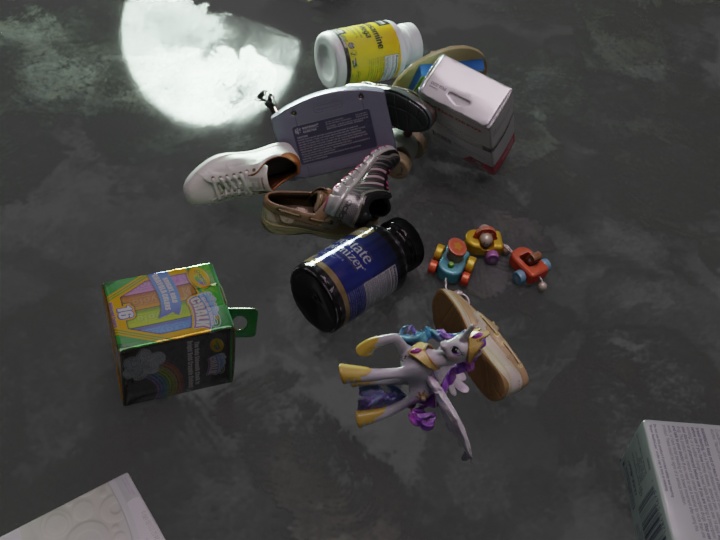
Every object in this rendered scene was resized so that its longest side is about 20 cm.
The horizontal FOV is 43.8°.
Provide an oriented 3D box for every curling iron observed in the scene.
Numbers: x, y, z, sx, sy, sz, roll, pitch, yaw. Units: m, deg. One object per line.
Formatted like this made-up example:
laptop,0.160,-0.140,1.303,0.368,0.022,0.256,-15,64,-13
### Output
curling iron,-0.145,-0.256,1.616,0.049,0.026,0.202,19,36,-48

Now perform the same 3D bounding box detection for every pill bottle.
pill bottle,0.000,0.000,1.348,0.199,0.113,0.112,-32,59,-33
pill bottle,0.018,-0.423,1.743,0.197,0.113,0.113,-18,52,-25

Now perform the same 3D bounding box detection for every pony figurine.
pony figurine,0.084,0.150,1.194,0.196,0.195,0.168,-11,44,6

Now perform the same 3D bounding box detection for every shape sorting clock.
shape sorting clock,0.138,-0.336,1.625,0.197,0.201,0.040,-14,69,-21

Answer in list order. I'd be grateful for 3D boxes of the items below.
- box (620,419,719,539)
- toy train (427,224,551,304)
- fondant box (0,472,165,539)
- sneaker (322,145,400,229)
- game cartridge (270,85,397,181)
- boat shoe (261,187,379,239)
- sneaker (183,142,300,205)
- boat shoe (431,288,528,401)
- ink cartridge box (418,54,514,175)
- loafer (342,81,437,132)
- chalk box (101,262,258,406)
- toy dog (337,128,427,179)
box,0.458,0.303,1.153,0.196,0.106,0.186,5,46,-4
toy train,0.208,-0.016,1.439,0.197,0.056,0.151,-18,53,-25
fondant box,-0.320,0.342,1.012,0.198,0.059,0.145,-25,56,-28
sneaker,0.020,-0.128,1.444,0.087,0.074,0.200,40,45,3
game cartridge,-0.045,-0.237,1.514,0.196,0.135,0.041,-13,25,2
boat shoe,-0.062,-0.097,1.459,0.196,0.065,0.072,-3,48,-13
sneaker,-0.191,-0.152,1.453,0.197,0.074,0.085,-23,32,-9
boat shoe,0.175,0.105,1.317,0.068,0.074,0.201,-7,49,-32
ink cartridge box,0.189,-0.268,1.562,0.144,0.200,0.086,31,83,18
loafer,0.054,-0.293,1.543,0.198,0.073,0.063,22,45,32
chalk box,-0.239,0.081,1.224,0.197,0.126,0.125,-11,50,-21
toy dog,0.027,-0.243,1.589,0.196,0.097,0.133,7,46,-3
